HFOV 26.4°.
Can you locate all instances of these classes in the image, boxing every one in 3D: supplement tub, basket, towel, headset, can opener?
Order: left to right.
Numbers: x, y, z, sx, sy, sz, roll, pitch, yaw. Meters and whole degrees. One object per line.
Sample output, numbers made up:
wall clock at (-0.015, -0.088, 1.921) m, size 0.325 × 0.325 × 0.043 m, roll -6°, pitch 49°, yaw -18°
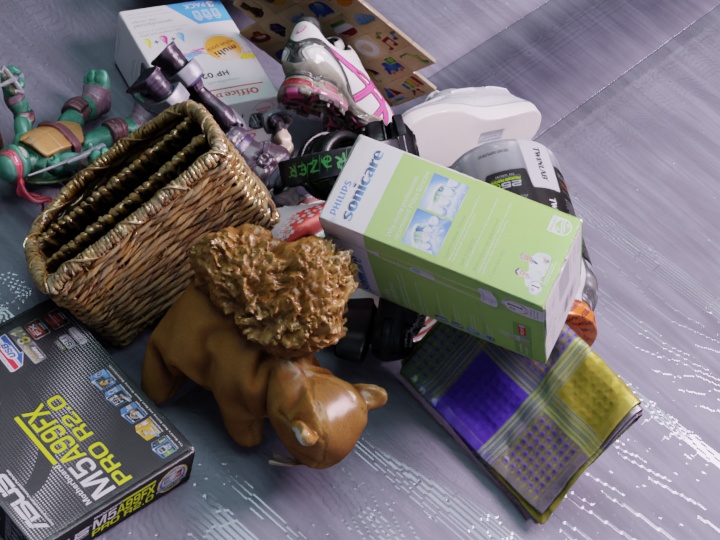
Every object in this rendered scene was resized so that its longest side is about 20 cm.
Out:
basket at (-0.196, -0.060, 1.319) m, size 0.200 × 0.149 × 0.143 m, roll -38°, pitch 62°, yaw 1°
headset at (0.007, -0.091, 1.434) m, size 0.123 × 0.095 × 0.200 m, roll -10°, pitch 5°, yaw 29°
can opener at (0.032, 0.006, 1.404) m, size 0.078 × 0.064 × 0.201 m, roll 18°, pitch 47°, yaw 1°
towel at (0.136, 0.103, 1.333) m, size 0.200 × 0.144 × 0.023 m, roll 48°, pitch 15°, yaw 24°
supplement tub at (0.151, -0.014, 1.440) m, size 0.122 × 0.123 × 0.201 m, roll -1°, pitch 53°, yaw -17°

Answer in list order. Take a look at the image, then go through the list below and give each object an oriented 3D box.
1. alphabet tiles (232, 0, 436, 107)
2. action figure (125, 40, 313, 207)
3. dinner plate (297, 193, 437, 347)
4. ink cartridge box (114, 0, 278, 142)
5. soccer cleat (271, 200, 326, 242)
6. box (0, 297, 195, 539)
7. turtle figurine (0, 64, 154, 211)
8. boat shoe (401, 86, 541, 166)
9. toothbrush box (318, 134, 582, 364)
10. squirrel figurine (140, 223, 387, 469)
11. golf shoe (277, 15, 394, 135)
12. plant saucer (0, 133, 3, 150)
alphabet tiles at (-0.025, -0.225, 1.535) m, size 0.200 × 0.166 × 0.006 m, roll 35°, pitch 61°, yaw -29°
action figure at (-0.126, -0.126, 1.453) m, size 0.200 × 0.069 × 0.130 m, roll 44°, pitch 57°, yaw -12°
dinner plate at (0.000, 0.000, 1.460) m, size 0.199 × 0.024 × 0.201 m, roll 8°, pitch 48°, yaw -9°
ink cartridge box at (-0.159, -0.182, 1.550) m, size 0.115 × 0.068 × 0.200 m, roll -15°, pitch 54°, yaw -26°
soccer cleat at (-0.091, -0.032, 1.398) m, size 0.199 × 0.069 × 0.085 m, roll -30°, pitch 71°, yaw -8°
box at (-0.258, 0.130, 1.255) m, size 0.160 × 0.044 × 0.200 m, roll -29°, pitch 61°, yaw -35°
turtle figurine at (-0.286, -0.130, 1.447) m, size 0.150 × 0.101 × 0.200 m, roll 40°, pitch 37°, yaw 11°
boat shoe at (0.102, -0.160, 1.592) m, size 0.199 × 0.072 × 0.069 m, roll -16°, pitch 46°, yaw -37°
toothbrush box at (0.078, -0.015, 1.274) m, size 0.199 × 0.146 × 0.086 m, roll 21°, pitch 73°, yaw 15°
squirrel figurine at (-0.068, 0.066, 1.258) m, size 0.141 × 0.201 × 0.187 m, roll -18°, pitch 44°, yaw -36°
golf shoe at (-0.013, -0.182, 1.515) m, size 0.072 × 0.200 × 0.093 m, roll 1°, pitch 77°, yaw 24°
plant saucer at (-0.438, -0.128, 1.448) m, size 0.199 × 0.035 × 0.201 m, roll 7°, pitch 47°, yaw -8°
